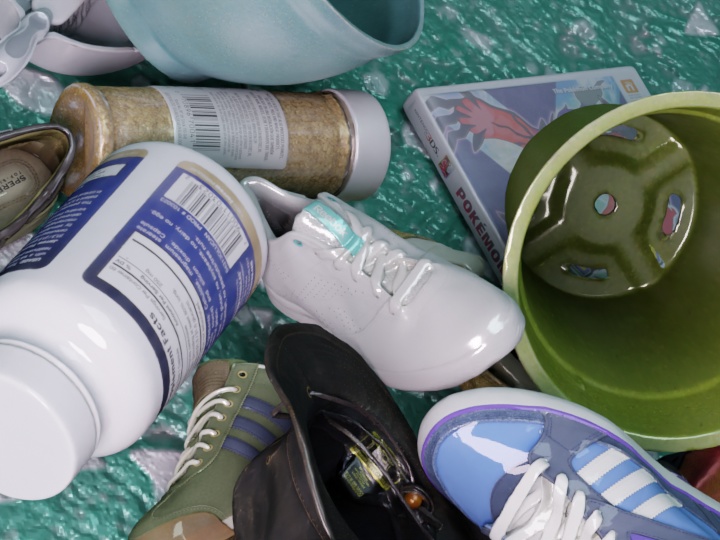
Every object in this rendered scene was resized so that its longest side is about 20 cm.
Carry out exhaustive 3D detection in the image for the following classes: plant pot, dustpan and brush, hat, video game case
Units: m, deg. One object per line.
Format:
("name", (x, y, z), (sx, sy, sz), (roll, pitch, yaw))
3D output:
("plant pot", (-0.072, -0.189, 1.508), (0.200, 0.134, 0.200), (45, 30, -35))
("dustpan and brush", (-0.182, -0.149, 1.501), (0.140, 0.057, 0.200), (36, 44, -6))
("plant pot", (0.161, -0.019, 1.474), (0.200, 0.200, 0.190), (27, 8, -13))
("hat", (-0.017, 0.121, 1.282), (0.201, 0.081, 0.201), (53, 16, -21))
("video game case", (0.145, -0.049, 1.668), (0.200, 0.023, 0.182), (-10, 61, -38))

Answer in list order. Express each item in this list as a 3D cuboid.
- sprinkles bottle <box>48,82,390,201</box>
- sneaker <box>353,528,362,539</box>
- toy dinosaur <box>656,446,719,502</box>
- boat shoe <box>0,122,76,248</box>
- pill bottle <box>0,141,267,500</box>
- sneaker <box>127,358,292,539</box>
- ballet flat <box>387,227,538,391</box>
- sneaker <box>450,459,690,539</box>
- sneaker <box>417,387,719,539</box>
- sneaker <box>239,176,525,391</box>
("sprinkles bottle", (-0.081, -0.074, 1.504), (0.200, 0.068, 0.068), (-1, 56, -34))
("sneaker", (0.015, 0.209, 1.337), (0.076, 0.070, 0.200), (-18, 66, -36))
("toy dinosaur", (0.217, 0.116, 1.466), (0.105, 0.182, 0.200), (32, 23, -1))
("boat shoe", (-0.227, -0.027, 1.369), (0.073, 0.065, 0.200), (44, 45, 2))
("pill bottle", (-0.138, 0.028, 1.351), (0.111, 0.111, 0.200), (38, 43, -1))
("sneaker", (-0.070, 0.093, 1.368), (0.200, 0.067, 0.090), (-26, 83, -51))
("ballet flat", (0.065, 0.030, 1.517), (0.200, 0.071, 0.071), (48, 44, 9))
("sneaker", (0.084, 0.134, 1.411), (0.200, 0.076, 0.088), (4, 23, 13))
("sneaker", (0.118, 0.144, 1.268), (0.200, 0.081, 0.146), (28, 25, -9))
("sneaker", (0.000, 0.000, 1.382), (0.075, 0.200, 0.089), (-45, 130, -22))
